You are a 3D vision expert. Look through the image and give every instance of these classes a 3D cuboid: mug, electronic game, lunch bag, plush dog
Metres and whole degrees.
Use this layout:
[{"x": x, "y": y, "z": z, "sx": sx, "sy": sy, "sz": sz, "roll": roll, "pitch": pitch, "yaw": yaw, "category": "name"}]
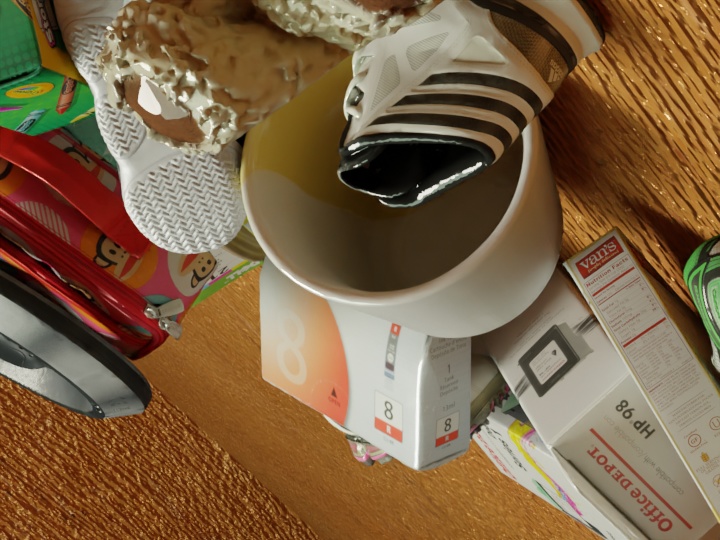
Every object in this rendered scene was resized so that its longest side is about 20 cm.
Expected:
[{"x": 0.037, "y": -0.052, "z": 1.057, "sx": 0.149, "sy": 0.187, "sz": 0.153, "roll": -2, "pitch": 163, "yaw": 19, "category": "mug"}, {"x": -0.208, "y": 0.026, "z": 1.193, "sx": 0.200, "sy": 0.042, "sz": 0.200, "roll": 28, "pitch": 165, "yaw": 8, "category": "electronic game"}, {"x": -0.176, "y": -0.035, "z": 1.179, "sx": 0.200, "sy": 0.082, "sz": 0.176, "roll": 37, "pitch": 165, "yaw": -8, "category": "lunch bag"}, {"x": -0.035, "y": -0.168, "z": 0.815, "sx": 0.200, "sy": 0.160, "sz": 0.172, "roll": -28, "pitch": 101, "yaw": 48, "category": "plush dog"}]

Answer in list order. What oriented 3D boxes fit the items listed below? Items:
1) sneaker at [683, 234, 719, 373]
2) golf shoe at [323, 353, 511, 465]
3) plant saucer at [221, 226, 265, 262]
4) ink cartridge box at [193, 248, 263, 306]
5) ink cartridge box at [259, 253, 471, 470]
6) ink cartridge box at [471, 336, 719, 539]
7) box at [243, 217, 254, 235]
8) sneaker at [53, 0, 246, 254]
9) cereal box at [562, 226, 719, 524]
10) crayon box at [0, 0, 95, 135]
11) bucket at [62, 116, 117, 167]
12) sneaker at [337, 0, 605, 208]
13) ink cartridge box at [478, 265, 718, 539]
[{"x": 0.219, "y": 0.051, "z": 0.992, "sx": 0.085, "sy": 0.078, "sz": 0.200, "roll": 36, "pitch": 162, "yaw": 51, "category": "sneaker"}, {"x": 0.022, "y": 0.074, "z": 1.323, "sx": 0.092, "sy": 0.073, "sz": 0.200, "roll": 48, "pitch": 154, "yaw": -13, "category": "golf shoe"}, {"x": -0.121, "y": -0.091, "z": 1.414, "sx": 0.200, "sy": 0.029, "sz": 0.200, "roll": 47, "pitch": -168, "yaw": -13, "category": "plant saucer"}, {"x": -0.133, "y": -0.043, "z": 1.582, "sx": 0.148, "sy": 0.076, "sz": 0.200, "roll": 57, "pitch": 178, "yaw": 26, "category": "ink cartridge box"}, {"x": 0.000, "y": 0.000, "z": 1.235, "sx": 0.162, "sy": 0.050, "sz": 0.201, "roll": 27, "pitch": 129, "yaw": 47, "category": "ink cartridge box"}, {"x": 0.162, "y": 0.118, "z": 1.381, "sx": 0.200, "sy": 0.084, "sz": 0.145, "roll": 31, "pitch": 167, "yaw": 39, "category": "ink cartridge box"}, {"x": -0.055, "y": -0.055, "z": 1.368, "sx": 0.200, "sy": 0.048, "sz": 0.117, "roll": 41, "pitch": -167, "yaw": -33, "category": "box"}, {"x": -0.099, "y": -0.117, "z": 1.034, "sx": 0.114, "sy": 0.075, "sz": 0.201, "roll": -85, "pitch": -14, "yaw": -63, "category": "sneaker"}, {"x": 0.185, "y": 0.085, "z": 1.048, "sx": 0.144, "sy": 0.039, "sz": 0.200, "roll": 42, "pitch": -163, "yaw": -49, "category": "cereal box"}, {"x": -0.184, "y": -0.176, "z": 1.027, "sx": 0.119, "sy": 0.058, "sz": 0.201, "roll": 16, "pitch": -121, "yaw": -77, "category": "crayon box"}, {"x": -0.171, "y": -0.148, "z": 1.241, "sx": 0.207, "sy": 0.135, "sz": 0.207, "roll": 35, "pitch": 168, "yaw": 9, "category": "bucket"}, {"x": 0.004, "y": -0.099, "z": 0.928, "sx": 0.200, "sy": 0.115, "sz": 0.076, "roll": 27, "pitch": 165, "yaw": 47, "category": "sneaker"}, {"x": 0.149, "y": 0.087, "z": 1.185, "sx": 0.116, "sy": 0.067, "sz": 0.200, "roll": 43, "pitch": -172, "yaw": -25, "category": "ink cartridge box"}]
